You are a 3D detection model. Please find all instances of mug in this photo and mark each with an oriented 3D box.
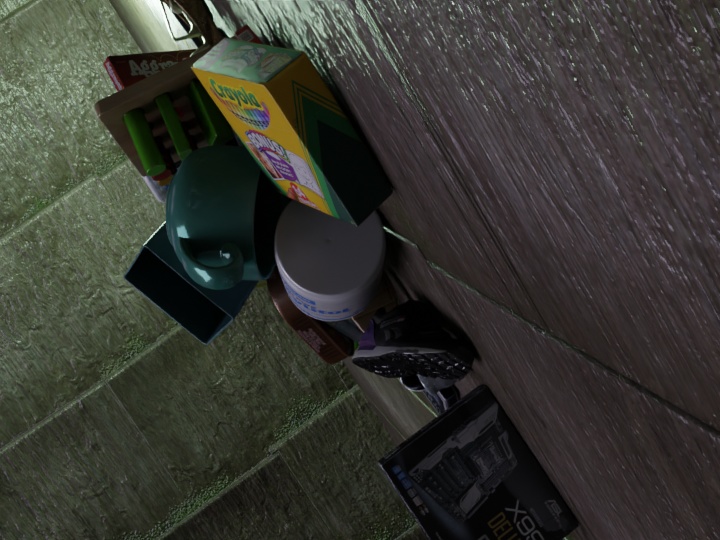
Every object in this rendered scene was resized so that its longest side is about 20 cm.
[{"bbox_3d":[-0.162,-0.066,1.364,0.185,0.112,0.155,-33,-53,-79],"label":"mug"}]

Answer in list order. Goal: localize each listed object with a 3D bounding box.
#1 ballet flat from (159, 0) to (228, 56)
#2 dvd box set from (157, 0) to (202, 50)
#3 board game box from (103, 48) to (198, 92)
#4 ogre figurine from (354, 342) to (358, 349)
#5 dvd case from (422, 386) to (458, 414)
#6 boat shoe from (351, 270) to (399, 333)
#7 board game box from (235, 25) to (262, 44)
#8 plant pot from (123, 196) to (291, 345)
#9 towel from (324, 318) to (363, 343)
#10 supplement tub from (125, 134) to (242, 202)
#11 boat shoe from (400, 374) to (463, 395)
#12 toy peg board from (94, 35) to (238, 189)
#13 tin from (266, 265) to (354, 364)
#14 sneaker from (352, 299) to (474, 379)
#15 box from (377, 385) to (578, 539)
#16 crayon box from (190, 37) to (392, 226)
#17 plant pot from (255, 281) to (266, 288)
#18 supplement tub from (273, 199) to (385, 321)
[{"bbox_3d":[-0.208,-0.305,1.551,0.201,0.065,0.071,55,172,3],"label":"ballet flat"},{"bbox_3d":[-0.258,-0.354,1.838,0.147,0.029,0.200,54,173,11],"label":"dvd box set"},{"bbox_3d":[-0.233,-0.245,1.571,0.104,0.198,0.019,58,134,16],"label":"board game box"},{"bbox_3d":[-0.018,0.057,1.805,0.120,0.098,0.201,44,172,40],"label":"ogre figurine"},{"bbox_3d":[0.099,0.156,1.766,0.151,0.025,0.201,54,173,23],"label":"dvd case"},{"bbox_3d":[0.000,0.000,1.554,0.202,0.072,0.065,63,-164,4],"label":"boat shoe"},{"bbox_3d":[-0.083,-0.182,1.372,0.103,0.019,0.201,53,173,34],"label":"board game box"},{"bbox_3d":[-0.179,-0.039,1.527,0.141,0.201,0.141,39,153,-7],"label":"plant pot"},{"bbox_3d":[-0.037,0.005,1.651,0.200,0.048,0.173,37,-152,-62],"label":"towel"},{"bbox_3d":[-0.242,-0.201,1.731,0.123,0.199,0.123,54,175,8],"label":"supplement tub"},{"bbox_3d":[0.077,0.116,1.502,0.071,0.071,0.201,56,174,-7],"label":"boat shoe"},{"bbox_3d":[-0.198,-0.168,1.478,0.199,0.197,0.099,72,173,-72],"label":"toy peg board"},{"bbox_3d":[-0.070,0.050,1.614,0.200,0.041,0.113,50,-158,-44],"label":"tin"},{"bbox_3d":[0.063,0.073,1.388,0.075,0.089,0.199,29,162,-30],"label":"sneaker"},{"bbox_3d":[0.138,0.264,1.407,0.202,0.157,0.050,56,173,0],"label":"box"},{"bbox_3d":[-0.074,-0.145,1.209,0.173,0.058,0.199,55,165,-28],"label":"crayon box"},{"bbox_3d":[-0.167,-0.065,1.713,0.202,0.199,0.193,55,-176,-4],"label":"plant pot"},{"bbox_3d":[-0.035,-0.016,1.416,0.133,0.131,0.200,54,175,9],"label":"supplement tub"}]
